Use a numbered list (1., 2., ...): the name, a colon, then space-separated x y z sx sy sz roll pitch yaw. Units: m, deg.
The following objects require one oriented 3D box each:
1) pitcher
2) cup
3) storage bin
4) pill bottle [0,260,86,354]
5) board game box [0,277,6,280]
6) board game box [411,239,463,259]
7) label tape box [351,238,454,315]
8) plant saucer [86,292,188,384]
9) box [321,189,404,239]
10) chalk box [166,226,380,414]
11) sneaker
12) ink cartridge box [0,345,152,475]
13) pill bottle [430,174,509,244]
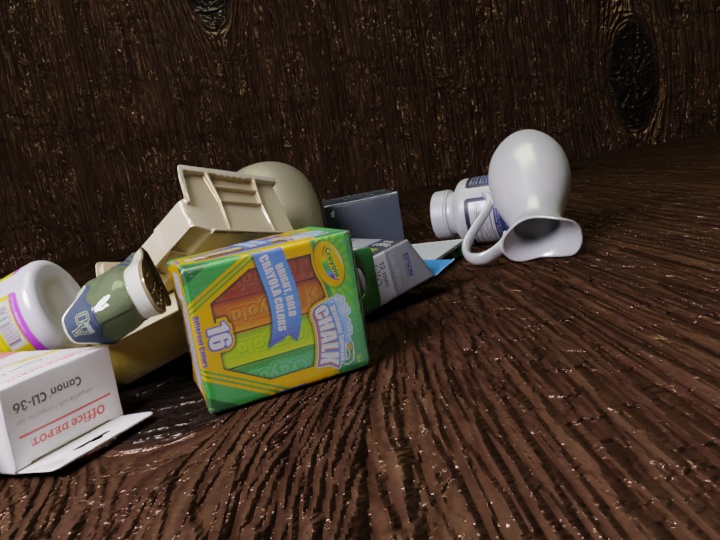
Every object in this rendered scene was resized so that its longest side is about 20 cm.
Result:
1. pitcher: 0.224 -0.101 0.979 0.167 0.122 0.204 -15 44 21
2. cup: -0.136 -0.052 1.097 0.195 0.205 0.144 -14 37 -21
3. storage bin: -0.216 -0.031 0.895 0.199 0.095 0.197 -40 -19 27
4. pill bottle: -0.393 0.079 0.717 0.196 0.106 0.104 -27 7 8
5. board game box: -0.469 0.076 0.848 0.194 0.124 0.032 -9 9 12
6. board game box: 0.045 -0.008 1.047 0.194 0.027 0.199 -6 10 27
7. label tape box: 0.000 0.000 0.848 0.197 0.068 0.142 -29 18 -30
8. plant saucer: -0.208 0.059 0.763 0.196 0.050 0.200 -28 11 -11
9. box: 0.002 -0.094 1.348 0.144 0.111 0.200 -10 9 -2
10. chalk box: -0.067 0.032 0.635 0.195 0.129 0.123 -15 10 -19
11. sneaker: -0.238 0.028 0.657 0.088 0.069 0.200 -27 9 -11
12. ink cartridge box: -0.288 0.114 0.575 0.194 0.070 0.116 -6 10 26
13. pill bottle: 0.221 -0.104 1.143 0.195 0.115 0.110 -5 11 28
